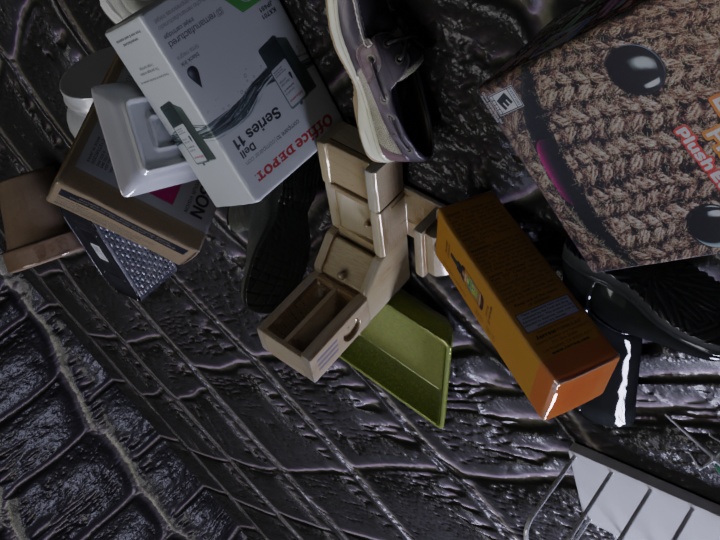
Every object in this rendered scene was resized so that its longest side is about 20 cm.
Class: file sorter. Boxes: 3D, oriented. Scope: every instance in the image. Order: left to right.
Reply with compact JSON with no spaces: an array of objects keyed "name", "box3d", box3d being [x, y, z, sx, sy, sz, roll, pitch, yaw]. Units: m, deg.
[{"name":"file sorter","box3d":[0.298,0.311,0.852,0.199,0.125,0.140,18,142,42]}]

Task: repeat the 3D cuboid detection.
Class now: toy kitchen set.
[{"name":"toy kitchen set","box3d":[0.000,0.000,0.800,0.162,0.180,0.201,29,149,27]}]

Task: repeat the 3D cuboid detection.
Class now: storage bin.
[{"name":"storage bin","box3d":[-0.443,-0.056,1.446,0.134,0.094,0.201,18,142,43]}]

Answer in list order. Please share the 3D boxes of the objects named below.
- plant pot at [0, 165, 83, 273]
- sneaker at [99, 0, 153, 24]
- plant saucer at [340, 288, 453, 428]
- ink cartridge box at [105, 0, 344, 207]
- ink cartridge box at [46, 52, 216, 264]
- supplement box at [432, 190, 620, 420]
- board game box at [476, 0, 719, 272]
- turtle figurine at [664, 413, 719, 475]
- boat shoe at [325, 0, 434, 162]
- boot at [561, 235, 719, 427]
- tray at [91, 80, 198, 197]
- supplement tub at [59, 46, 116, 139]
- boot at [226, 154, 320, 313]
[{"name":"plant pot","box3d":[-0.636,-0.108,1.575,0.199,0.199,0.176,-2,110,55]},{"name":"sneaker","box3d":[-0.253,-0.337,0.832,0.201,0.076,0.092,53,148,-14]},{"name":"plant saucer","box3d":[0.041,0.082,0.994,0.199,0.048,0.201,32,149,25]},{"name":"ink cartridge box","box3d":[-0.124,-0.183,0.771,0.083,0.147,0.201,4,132,50]},{"name":"ink cartridge box","box3d":[-0.224,-0.134,0.869,0.164,0.202,0.075,26,158,-23]},{"name":"supplement box","box3d":[0.136,0.024,0.685,0.201,0.068,0.067,58,162,33]},{"name":"board game box","box3d":[0.199,-0.099,0.478,0.160,0.097,0.199,53,152,-12]},{"name":"turtle figurine","box3d":[0.339,0.121,0.572,0.199,0.101,0.150,26,164,6]},{"name":"boat shoe","box3d":[0.023,-0.177,0.660,0.064,0.072,0.201,11,135,29]},{"name":"boot","box3d":[0.235,0.076,0.683,0.165,0.065,0.201,41,149,37]},{"name":"tray","box3d":[-0.171,-0.149,0.808,0.022,0.199,0.109,-7,102,42]},{"name":"supplement tub","box3d":[-0.287,-0.171,1.018,0.144,0.145,0.201,25,146,34]},{"name":"boot","box3d":[-0.115,-0.049,0.921,0.067,0.202,0.130,20,168,-36]}]
